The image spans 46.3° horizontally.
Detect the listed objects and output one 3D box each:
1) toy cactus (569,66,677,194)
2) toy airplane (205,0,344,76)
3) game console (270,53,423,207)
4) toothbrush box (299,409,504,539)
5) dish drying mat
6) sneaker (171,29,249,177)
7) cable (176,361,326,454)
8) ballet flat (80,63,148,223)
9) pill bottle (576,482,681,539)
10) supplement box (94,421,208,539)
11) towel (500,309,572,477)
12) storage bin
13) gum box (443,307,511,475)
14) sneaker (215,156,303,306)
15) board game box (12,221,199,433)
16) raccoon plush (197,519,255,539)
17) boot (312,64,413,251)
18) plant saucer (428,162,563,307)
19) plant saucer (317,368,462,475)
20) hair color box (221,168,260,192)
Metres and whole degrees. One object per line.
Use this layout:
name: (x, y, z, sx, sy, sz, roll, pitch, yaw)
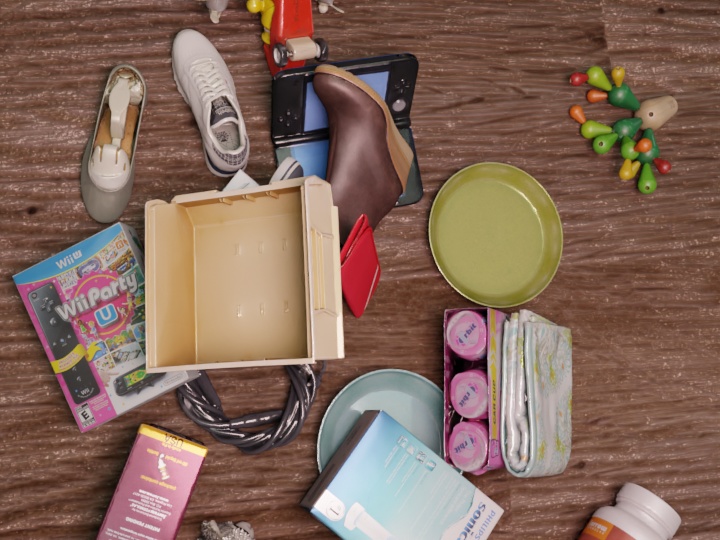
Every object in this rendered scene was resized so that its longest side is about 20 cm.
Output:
toy cactus: (0.399, -0.219, 1.220, 0.164, 0.102, 0.202, -27, 79, -25)
toy airplane: (-0.106, -0.374, 1.097, 0.199, 0.141, 0.200, 38, 87, -38)
game console: (-0.010, -0.172, 1.103, 0.197, 0.172, 0.120, -12, 57, -14)
toothbrush box: (0.049, 0.287, 1.019, 0.199, 0.085, 0.147, 38, 75, -4)
dish drying mat: (0.000, 0.000, 1.034, 0.018, 0.200, 0.078, 25, 76, 12)
sneaker: (-0.189, -0.225, 1.086, 0.075, 0.080, 0.203, -21, 85, -13)
cable: (-0.152, 0.132, 1.059, 0.198, 0.051, 0.165, 30, 83, -5)
ballet flat: (-0.312, -0.163, 1.056, 0.066, 0.064, 0.204, 10, 79, -11)
pill bottle: (0.328, 0.383, 1.090, 0.112, 0.112, 0.201, 40, 75, -4)
supplement box: (-0.251, 0.286, 0.974, 0.084, 0.110, 0.203, 21, 78, -9)
towel: (0.233, 0.162, 1.085, 0.047, 0.170, 0.204, -3, 78, 32)
storage bin: (-0.126, 0.006, 0.917, 0.197, 0.094, 0.202, -6, 82, 21)
gum box: (0.159, 0.157, 1.078, 0.113, 0.065, 0.204, 18, 70, -55)
sneaker: (-0.099, -0.031, 1.010, 0.078, 0.078, 0.203, 24, 91, 3)
board game box: (-0.301, 0.068, 1.004, 0.146, 0.064, 0.202, -26, 86, 1)
raccoon plush: (-0.142, 0.369, 0.959, 0.132, 0.200, 0.098, 26, 109, -7)
boot: (-0.019, -0.131, 1.036, 0.200, 0.072, 0.168, 44, 67, -36)
plant saucer: (0.185, -0.048, 1.168, 0.196, 0.031, 0.204, 2, 80, -12)
plant saucer: (0.038, 0.230, 1.087, 0.196, 0.036, 0.204, 2, 81, -13)
hair color box: (-0.113, -0.020, 1.079, 0.199, 0.064, 0.111, 40, 77, -5)
